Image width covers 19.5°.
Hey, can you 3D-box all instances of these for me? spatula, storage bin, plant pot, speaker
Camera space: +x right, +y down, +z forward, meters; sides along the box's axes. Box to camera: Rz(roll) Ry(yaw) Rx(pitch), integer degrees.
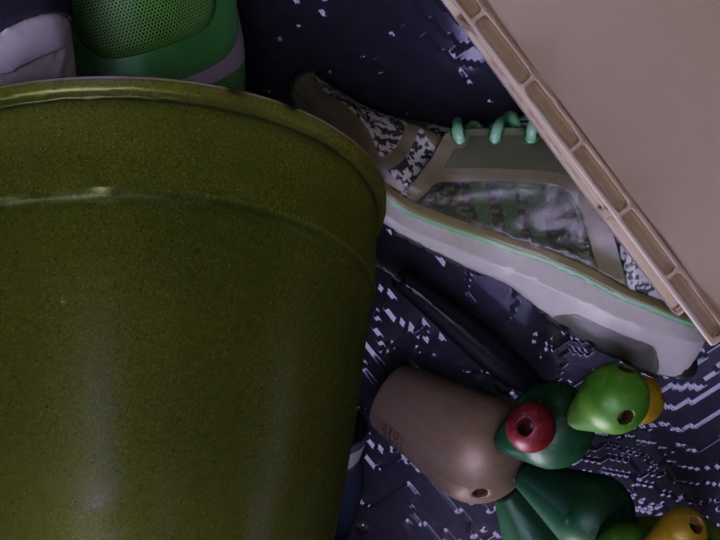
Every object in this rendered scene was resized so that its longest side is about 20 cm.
[{"bbox_3d":[0.000,0.000,0.860,0.199,0.057,0.021,31,89,-12],"label":"spatula"},{"bbox_3d":[0.138,-0.114,0.737,0.199,0.094,0.199,-38,98,6],"label":"storage bin"},{"bbox_3d":[-0.084,0.065,0.734,0.198,0.201,0.195,-10,65,14],"label":"plant pot"},{"bbox_3d":[-0.104,-0.151,0.802,0.088,0.089,0.202,-10,109,14],"label":"speaker"}]

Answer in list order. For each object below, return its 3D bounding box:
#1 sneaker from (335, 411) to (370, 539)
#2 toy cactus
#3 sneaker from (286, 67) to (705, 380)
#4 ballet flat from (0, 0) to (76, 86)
[{"bbox_3d":[-0.097,0.089,0.901,0.198,0.070,0.083,9,114,9],"label":"sneaker"},{"bbox_3d":[0.072,0.098,0.852,0.164,0.102,0.201,29,158,27],"label":"toy cactus"},{"bbox_3d":[0.065,-0.040,0.829,0.199,0.077,0.089,29,100,-7],"label":"sneaker"},{"bbox_3d":[-0.133,-0.062,0.767,0.073,0.073,0.200,30,146,-2],"label":"ballet flat"}]
